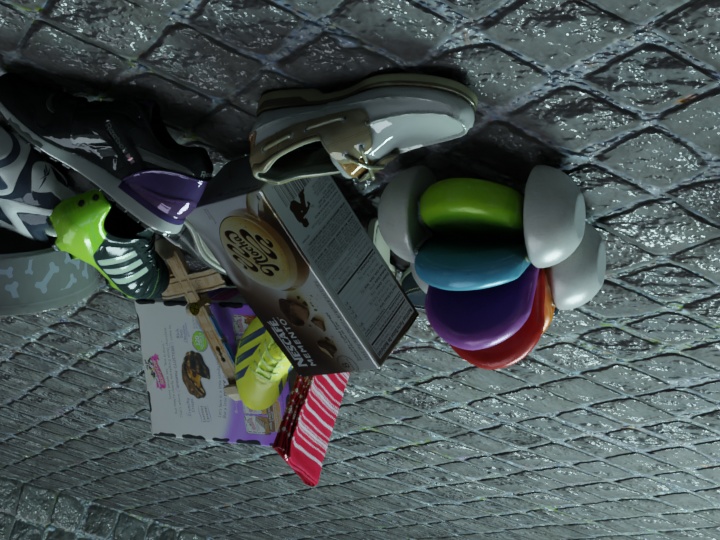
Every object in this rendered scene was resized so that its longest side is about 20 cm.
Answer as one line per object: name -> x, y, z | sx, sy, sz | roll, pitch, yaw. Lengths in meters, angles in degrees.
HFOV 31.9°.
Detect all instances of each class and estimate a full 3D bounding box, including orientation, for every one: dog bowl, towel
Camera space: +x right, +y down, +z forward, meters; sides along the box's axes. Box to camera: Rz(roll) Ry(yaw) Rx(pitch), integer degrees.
dog bowl -> -0.370, -0.013, 1.300 | 0.197, 0.059, 0.200 | 3, -163, -1
towel -> -0.041, 0.132, 1.406 | 0.022, 0.202, 0.145 | 12, 160, 18

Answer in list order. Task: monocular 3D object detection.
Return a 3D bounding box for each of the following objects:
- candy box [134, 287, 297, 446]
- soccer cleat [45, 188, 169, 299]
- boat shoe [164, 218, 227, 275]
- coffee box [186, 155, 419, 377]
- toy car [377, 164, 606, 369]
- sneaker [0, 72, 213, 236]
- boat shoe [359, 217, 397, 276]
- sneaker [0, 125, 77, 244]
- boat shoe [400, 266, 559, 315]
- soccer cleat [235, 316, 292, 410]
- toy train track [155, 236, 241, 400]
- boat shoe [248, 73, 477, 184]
candy box -> -0.153, 0.108, 1.456 | 0.198, 0.170, 0.071 | 2, -165, 26
soccer cleat -> -0.230, -0.024, 1.253 | 0.080, 0.068, 0.200 | -26, 155, 11
boat shoe -> -0.172, -0.061, 1.207 | 0.057, 0.067, 0.200 | 18, 163, 47
coffee box -> -0.051, -0.006, 1.134 | 0.112, 0.080, 0.201 | -9, 122, 44
toy car -> 0.108, 0.003, 1.075 | 0.173, 0.152, 0.200 | 3, 157, 24
sneaker -> -0.215, -0.123, 1.082 | 0.199, 0.088, 0.076 | 35, -164, -5
boat shoe -> 0.000, 0.000, 1.243 | 0.059, 0.073, 0.200 | 8, 163, 8
sneaker -> -0.353, -0.065, 1.262 | 0.129, 0.080, 0.198 | 35, 140, -28
boat shoe -> 0.116, 0.025, 1.246 | 0.198, 0.063, 0.075 | -5, 155, 38
soccer cleat -> -0.083, 0.071, 1.318 | 0.064, 0.084, 0.202 | 17, 115, -18
toy train track -> -0.177, 0.058, 1.372 | 0.114, 0.032, 0.202 | -11, 110, 45
boat shoe -> 0.000, -0.104, 0.986 | 0.198, 0.069, 0.075 | -3, 154, 35
